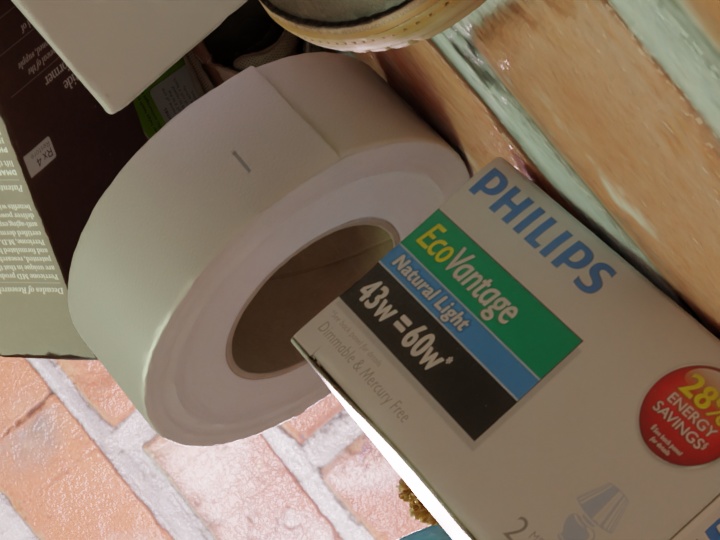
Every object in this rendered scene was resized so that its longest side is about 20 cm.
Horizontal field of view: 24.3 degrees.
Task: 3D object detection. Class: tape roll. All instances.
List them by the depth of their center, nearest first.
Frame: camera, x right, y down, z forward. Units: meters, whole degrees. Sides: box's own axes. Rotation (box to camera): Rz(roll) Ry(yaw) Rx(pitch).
[{"bbox_3d":[-0.042,-0.008,0.823,0.071,0.202,0.202,48,175,27],"label":"tape roll"}]

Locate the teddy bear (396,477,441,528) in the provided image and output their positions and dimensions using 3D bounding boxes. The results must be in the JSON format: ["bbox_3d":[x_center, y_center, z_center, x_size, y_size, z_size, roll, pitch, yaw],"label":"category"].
[{"bbox_3d":[0.114,0.134,0.870,0.200,0.145,0.067,53,180,12],"label":"teddy bear"}]

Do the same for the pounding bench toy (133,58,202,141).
[{"bbox_3d":[-0.137,-0.091,0.996,0.156,0.124,0.200,3,127,50],"label":"pounding bench toy"}]

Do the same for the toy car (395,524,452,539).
[{"bbox_3d":[0.103,0.169,0.988,0.200,0.150,0.175,24,172,9],"label":"toy car"}]

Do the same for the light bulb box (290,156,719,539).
[{"bbox_3d":[0.102,0.092,0.718,0.198,0.125,0.200,46,175,42],"label":"light bulb box"}]

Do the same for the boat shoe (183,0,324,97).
[{"bbox_3d":[-0.056,-0.114,0.902,0.200,0.076,0.072,50,174,-29],"label":"boat shoe"}]

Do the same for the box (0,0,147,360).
[{"bbox_3d":[-0.167,-0.062,0.852,0.075,0.100,0.200,2,125,27],"label":"box"}]

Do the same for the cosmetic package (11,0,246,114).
[{"bbox_3d":[-0.149,-0.208,0.692,0.200,0.123,0.199,45,174,35],"label":"cosmetic package"}]

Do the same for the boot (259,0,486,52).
[{"bbox_3d":[-0.045,-0.152,0.449,0.166,0.072,0.200,50,180,-37],"label":"boot"}]
